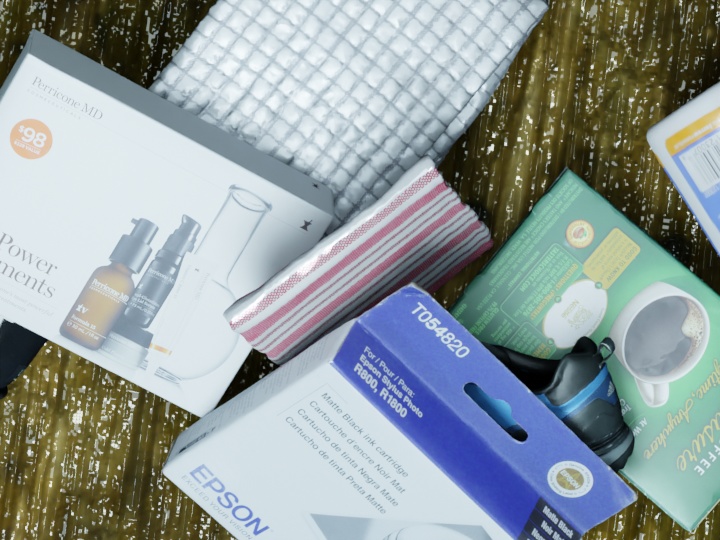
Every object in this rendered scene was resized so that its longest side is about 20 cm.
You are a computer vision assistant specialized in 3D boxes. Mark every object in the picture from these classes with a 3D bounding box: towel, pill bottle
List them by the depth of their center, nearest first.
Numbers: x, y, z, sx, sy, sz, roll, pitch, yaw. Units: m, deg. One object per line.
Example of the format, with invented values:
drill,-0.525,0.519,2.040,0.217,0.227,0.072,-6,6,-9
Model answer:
towel,0.000,0.000,1.582,0.146,0.200,0.030,-39,74,2
pill bottle,0.265,-0.027,1.611,0.112,0.112,0.200,-33,89,2
towel,-0.008,-0.128,1.638,0.166,0.086,0.200,37,97,-6

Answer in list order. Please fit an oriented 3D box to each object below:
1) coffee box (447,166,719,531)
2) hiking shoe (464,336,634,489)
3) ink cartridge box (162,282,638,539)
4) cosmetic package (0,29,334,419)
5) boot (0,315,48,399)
coffee box,0.162,0.047,1.649,0.200,0.044,0.123,39,94,3
hiking shoe,0.061,0.080,1.620,0.200,0.074,0.087,-6,111,18
ink cartridge box,0.022,0.125,1.581,0.200,0.041,0.200,43,124,-18
cosmetic package,-0.138,-0.025,1.584,0.200,0.052,0.151,27,107,-13
boot,-0.235,-0.035,1.650,0.200,0.076,0.168,45,95,-5
